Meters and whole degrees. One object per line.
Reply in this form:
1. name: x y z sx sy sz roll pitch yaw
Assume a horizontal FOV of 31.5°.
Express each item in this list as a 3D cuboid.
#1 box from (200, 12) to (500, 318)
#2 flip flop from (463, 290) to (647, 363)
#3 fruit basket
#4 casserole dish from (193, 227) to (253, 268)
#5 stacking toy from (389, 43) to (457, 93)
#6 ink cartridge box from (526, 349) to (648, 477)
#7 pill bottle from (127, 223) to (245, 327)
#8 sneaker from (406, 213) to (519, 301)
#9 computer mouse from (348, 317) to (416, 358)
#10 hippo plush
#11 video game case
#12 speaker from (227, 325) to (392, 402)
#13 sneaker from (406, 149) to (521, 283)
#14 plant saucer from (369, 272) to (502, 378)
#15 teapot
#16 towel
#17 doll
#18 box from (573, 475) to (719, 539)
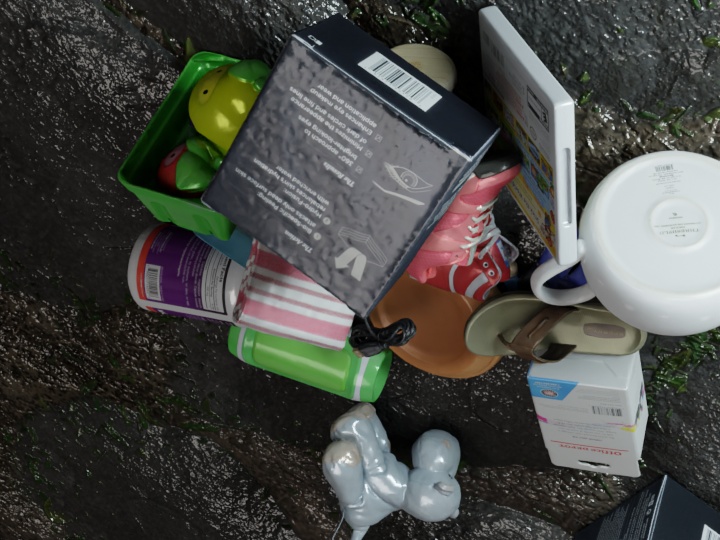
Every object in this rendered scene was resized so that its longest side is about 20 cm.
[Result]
1. box: -0.010 -0.100 1.204 0.196 0.117 0.200 36 119 5
2. flip flop: 0.210 0.071 1.394 0.199 0.058 0.081 3 123 14
3. fruit basket: -0.152 -0.156 1.360 0.155 0.216 0.216 17 134 15
4. casserole dish: -0.108 -0.033 1.489 0.200 0.121 0.039 32 112 41
5. stacking toy: 0.051 -0.139 1.360 0.085 0.085 0.200 19 139 13
6. ink cartridge box: 0.270 0.159 1.491 0.115 0.068 0.200 6 144 22
7. pill bottle: -0.180 0.008 1.585 0.199 0.113 0.113 9 132 21
8. sneaker: 0.126 -0.058 1.374 0.112 0.071 0.200 24 125 16
9. computer mouse: 0.000 0.000 1.488 0.110 0.044 0.201 -29 78 55
10. hippo plush: 0.047 0.266 1.651 0.160 0.201 0.159 -1 150 19
11. video game case: 0.162 -0.133 1.238 0.023 0.200 0.182 -15 129 -8
12. speaker: -0.064 0.101 1.626 0.199 0.089 0.089 18 134 13
13. sneaker: 0.104 -0.053 1.297 0.200 0.074 0.087 -35 86 46
14. plant saucer: 0.081 0.049 1.510 0.200 0.037 0.201 22 133 26
15. teapot: 0.304 -0.011 1.273 0.200 0.197 0.146 34 159 20
16. towel: -0.056 -0.021 1.405 0.146 0.201 0.030 18 174 -33
17. doll: 0.225 0.021 1.426 0.136 0.049 0.200 35 135 -2
18. box: 0.389 0.394 1.614 0.200 0.124 0.197 36 134 -6
